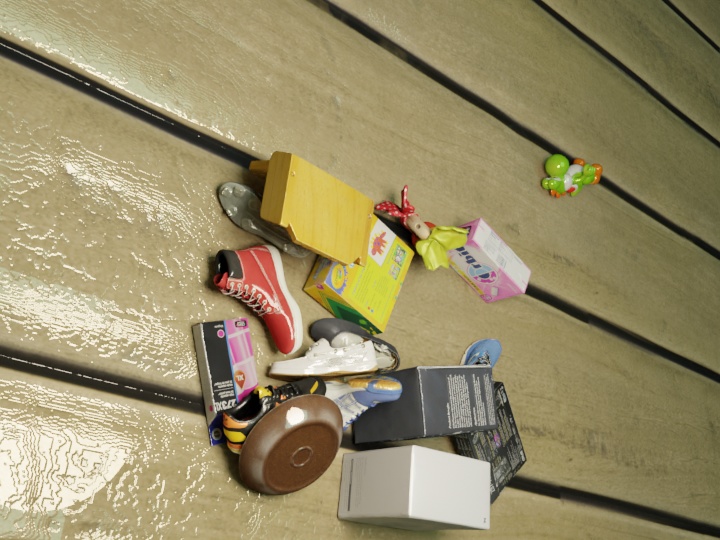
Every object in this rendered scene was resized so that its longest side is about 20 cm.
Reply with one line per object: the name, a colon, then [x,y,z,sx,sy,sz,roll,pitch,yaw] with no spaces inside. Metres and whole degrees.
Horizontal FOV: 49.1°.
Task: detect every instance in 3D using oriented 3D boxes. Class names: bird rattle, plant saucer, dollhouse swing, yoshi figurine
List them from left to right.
plant saucer: [-0.105,0.300,1.312,0.198,0.037,0.203,-19,127,-28]
dollhouse swing: [-0.108,-0.101,1.408,0.199,0.174,0.185,25,64,-39]
bird rattle: [0.123,-0.076,1.642,0.113,0.199,0.163,-51,156,-5]
yoshi figurine: [0.552,-0.266,2.082,0.198,0.112,0.113,-17,72,-40]

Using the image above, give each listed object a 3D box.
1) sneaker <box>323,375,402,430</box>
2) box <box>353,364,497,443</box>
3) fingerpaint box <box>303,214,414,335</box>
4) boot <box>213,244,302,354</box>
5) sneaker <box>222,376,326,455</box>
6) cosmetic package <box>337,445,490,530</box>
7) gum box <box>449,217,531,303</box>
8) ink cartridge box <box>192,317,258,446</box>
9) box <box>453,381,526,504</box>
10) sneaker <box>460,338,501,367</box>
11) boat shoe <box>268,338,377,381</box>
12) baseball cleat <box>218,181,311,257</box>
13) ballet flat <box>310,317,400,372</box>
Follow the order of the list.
sneaker: [-0.014,0.236,1.394,0.075,0.197,0.090,-1,84,-63]
box: [0.117,0.250,1.477,0.194,0.199,0.126,6,73,-38]
fingerpaint box: [0.000,0.000,1.544,0.166,0.073,0.202,40,54,-26]
boot: [-0.183,0.057,1.360,0.143,0.072,0.203,-8,75,-52]
sneaker: [-0.139,0.221,1.310,0.199,0.070,0.091,-30,130,-27]
cosmetic package: [0.098,0.398,1.428,0.197,0.199,0.125,21,64,-35]
gum box: [0.272,-0.023,1.756,0.200,0.113,0.067,43,54,-23]
ink cartridge box: [-0.221,0.184,1.329,0.094,0.037,0.204,-4,82,-42]
box: [0.273,0.361,1.666,0.160,0.043,0.203,-35,112,-41]
sneaker: [0.256,0.214,1.690,0.200,0.089,0.079,-42,106,-40]
boat shoe: [-0.069,0.158,1.414,0.196,0.071,0.071,-3,76,-16]
baseball cleat: [-0.168,-0.095,1.443,0.199,0.070,0.107,39,17,-7]
ballet flat: [-0.002,0.145,1.489,0.198,0.073,0.074,25,62,-30]
